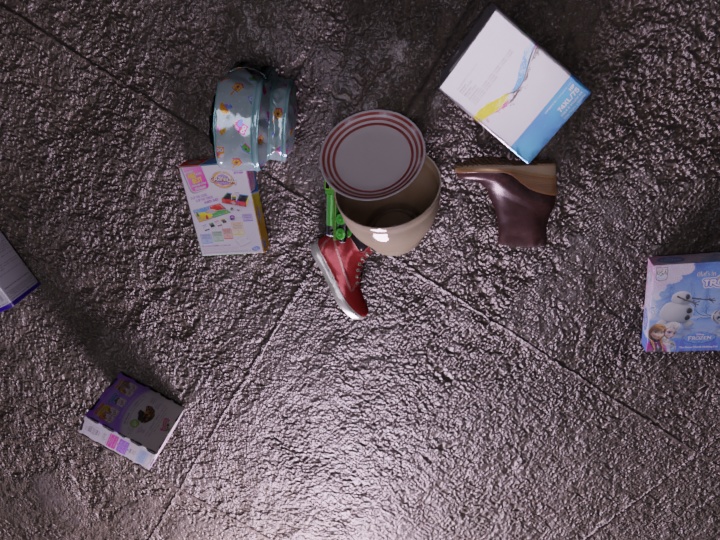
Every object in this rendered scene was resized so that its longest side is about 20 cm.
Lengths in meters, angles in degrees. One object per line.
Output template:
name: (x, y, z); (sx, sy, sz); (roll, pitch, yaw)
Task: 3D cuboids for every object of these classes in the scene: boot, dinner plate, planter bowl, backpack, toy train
boot: (0.000, 0.000, 1.198); (0.142, 0.073, 0.203); (-23, 107, 19)
dinner plate: (0.022, -0.210, 1.037); (0.195, 0.205, 0.024); (-1, 154, 11)
planter bowl: (0.059, -0.116, 1.073); (0.195, 0.204, 0.136); (-1, 145, 11)
boot: (0.272, -0.126, 1.078); (0.195, 0.073, 0.170); (3, 115, 5)
backpack: (-0.192, -0.270, 1.018); (0.150, 0.201, 0.179); (11, 118, 4)
toy train: (-0.045, -0.157, 1.118); (0.055, 0.042, 0.205); (10, 107, 26)

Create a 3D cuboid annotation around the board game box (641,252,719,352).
board game box: (0.672, 0.065, 1.119); (0.195, 0.044, 0.203); (-4, 115, 13)

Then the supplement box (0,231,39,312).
supplement box: (-0.882, -0.009, 1.337); (0.099, 0.104, 0.203); (-18, 114, 19)

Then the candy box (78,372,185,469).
candy box: (-0.577, 0.380, 1.441); (0.197, 0.169, 0.072); (31, 119, -6)

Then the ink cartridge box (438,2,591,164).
ink cartridge box: (0.249, -0.315, 0.944); (0.198, 0.148, 0.147); (35, 118, -9)

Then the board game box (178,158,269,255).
board game box: (-0.285, -0.134, 1.196); (0.149, 0.041, 0.204); (-2, 116, 11)
